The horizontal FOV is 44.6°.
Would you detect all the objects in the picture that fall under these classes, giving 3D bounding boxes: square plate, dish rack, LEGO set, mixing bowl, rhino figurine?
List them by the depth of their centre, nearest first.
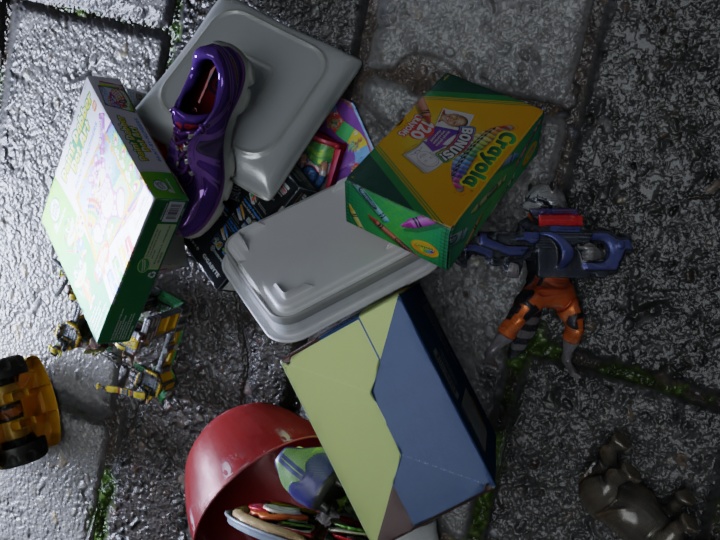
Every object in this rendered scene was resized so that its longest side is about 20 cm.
[{"bbox_3d":[-0.035,-0.026,0.887,0.197,0.044,0.172,-27,45,-16],"label":"dish rack"},{"bbox_3d":[0.311,0.268,0.910,0.200,0.060,0.088,43,127,9],"label":"rhino figurine"},{"bbox_3d":[-0.128,-0.202,0.967,0.195,0.029,0.202,28,71,13],"label":"square plate"},{"bbox_3d":[-0.126,0.227,1.007,0.109,0.198,0.202,46,110,34],"label":"mixing bowl"},{"bbox_3d":[-0.309,0.075,1.073,0.198,0.116,0.156,35,106,12],"label":"LEGO set"}]

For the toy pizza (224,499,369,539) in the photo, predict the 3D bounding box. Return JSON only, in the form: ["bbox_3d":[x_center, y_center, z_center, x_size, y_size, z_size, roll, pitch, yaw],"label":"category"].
[{"bbox_3d":[-0.042,0.264,0.896,0.196,0.200,0.032,12,79,17],"label":"toy pizza"}]

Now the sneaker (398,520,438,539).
[{"bbox_3d":[0.001,0.358,1.016,0.195,0.074,0.118,-11,93,11],"label":"sneaker"}]

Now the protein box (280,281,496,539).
[{"bbox_3d":[0.039,0.135,0.905,0.133,0.200,0.202,-28,88,9],"label":"protein box"}]

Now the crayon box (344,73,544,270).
[{"bbox_3d":[0.085,-0.104,0.868,0.117,0.201,0.059,25,143,21],"label":"crayon box"}]

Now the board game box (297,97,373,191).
[{"bbox_3d":[-0.054,-0.100,1.001,0.156,0.039,0.203,-25,89,20],"label":"board game box"}]

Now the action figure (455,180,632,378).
[{"bbox_3d":[0.167,0.004,0.909,0.195,0.105,0.198,9,95,-7],"label":"action figure"}]

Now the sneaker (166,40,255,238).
[{"bbox_3d":[-0.172,-0.133,0.891,0.079,0.083,0.204,17,102,16],"label":"sneaker"}]

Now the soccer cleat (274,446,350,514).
[{"bbox_3d":[-0.040,0.213,0.935,0.083,0.200,0.065,34,84,14],"label":"soccer cleat"}]

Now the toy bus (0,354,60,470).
[{"bbox_3d":[-0.522,0.200,1.128,0.189,0.199,0.139,-13,92,28],"label":"toy bus"}]

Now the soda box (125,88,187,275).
[{"bbox_3d":[-0.255,-0.097,1.005,0.067,0.063,0.205,-14,82,30],"label":"soda box"}]

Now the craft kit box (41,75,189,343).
[{"bbox_3d":[-0.268,-0.064,0.934,0.199,0.048,0.202,56,129,34],"label":"craft kit box"}]

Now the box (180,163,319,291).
[{"bbox_3d":[-0.158,-0.103,1.010,0.159,0.046,0.201,-48,66,19],"label":"box"}]
